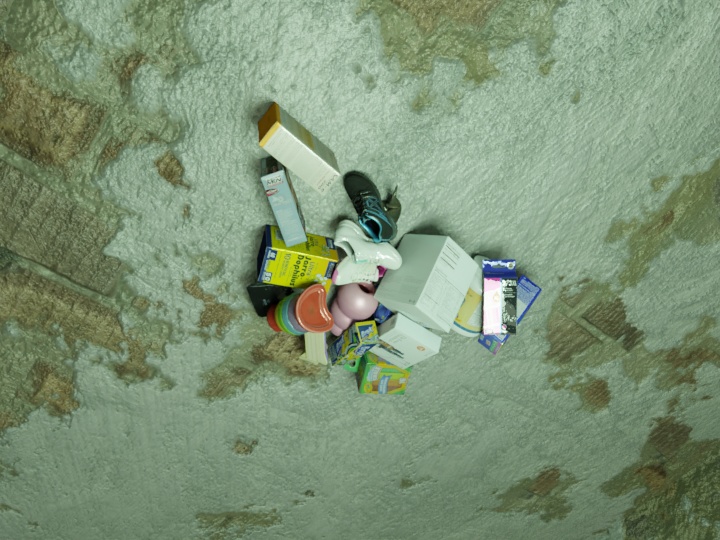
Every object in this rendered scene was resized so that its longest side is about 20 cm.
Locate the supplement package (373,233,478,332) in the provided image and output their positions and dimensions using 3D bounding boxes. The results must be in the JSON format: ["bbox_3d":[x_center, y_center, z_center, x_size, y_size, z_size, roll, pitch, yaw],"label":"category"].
[{"bbox_3d":[0.176,0.030,1.549,0.146,0.189,0.204,36,75,-31],"label":"supplement package"}]

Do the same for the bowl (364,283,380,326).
[{"bbox_3d":[0.093,0.125,1.738,0.194,0.040,0.206,-6,125,-8],"label":"bowl"}]

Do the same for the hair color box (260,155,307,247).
[{"bbox_3d":[-0.190,-0.174,1.434,0.059,0.100,0.204,-16,126,1],"label":"hair color box"}]

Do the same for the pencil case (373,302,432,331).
[{"bbox_3d":[0.125,0.153,1.687,0.198,0.087,0.079,35,92,-30],"label":"pencil case"}]

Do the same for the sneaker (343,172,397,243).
[{"bbox_3d":[0.018,-0.159,1.449,0.073,0.081,0.202,-40,82,35],"label":"sneaker"}]

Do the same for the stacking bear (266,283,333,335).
[{"bbox_3d":[-0.179,0.118,1.538,0.112,0.197,0.125,-16,91,-41],"label":"stacking bear"}]

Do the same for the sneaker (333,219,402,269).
[{"bbox_3d":[0.015,-0.044,1.508,0.196,0.090,0.076,30,139,-7],"label":"sneaker"}]

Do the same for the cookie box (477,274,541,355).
[{"bbox_3d":[0.436,0.135,1.698,0.201,0.075,0.172,-51,164,-10],"label":"cookie box"}]

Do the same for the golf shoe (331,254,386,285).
[{"bbox_3d":[0.000,0.000,1.540,0.090,0.198,0.077,33,123,21],"label":"golf shoe"}]

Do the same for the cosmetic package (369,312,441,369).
[{"bbox_3d":[0.115,0.205,1.635,0.148,0.053,0.200,28,148,-14],"label":"cosmetic package"}]

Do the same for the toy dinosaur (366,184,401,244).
[{"bbox_3d":[0.067,-0.145,1.538,0.100,0.077,0.205,5,119,-29],"label":"toy dinosaur"}]

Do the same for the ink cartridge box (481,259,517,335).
[{"bbox_3d":[0.381,0.073,1.578,0.091,0.037,0.208,0,94,4],"label":"ink cartridge box"}]

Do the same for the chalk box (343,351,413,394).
[{"bbox_3d":[0.047,0.295,1.792,0.193,0.125,0.127,4,124,-15],"label":"chalk box"}]

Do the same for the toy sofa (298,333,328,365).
[{"bbox_3d":[-0.127,0.171,1.675,0.095,0.083,0.205,12,126,18],"label":"toy sofa"}]

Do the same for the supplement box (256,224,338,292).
[{"bbox_3d":[-0.169,-0.029,1.532,0.194,0.111,0.111,10,122,-19],"label":"supplement box"}]

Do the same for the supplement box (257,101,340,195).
[{"bbox_3d":[-0.145,-0.284,1.352,0.198,0.127,0.073,36,111,-29],"label":"supplement box"}]

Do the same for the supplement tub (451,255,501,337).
[{"bbox_3d":[0.336,0.076,1.690,0.141,0.146,0.203,16,120,-21],"label":"supplement tub"}]

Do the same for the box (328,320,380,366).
[{"bbox_3d":[-0.021,0.212,1.662,0.068,0.066,0.200,-4,157,-30],"label":"box"}]

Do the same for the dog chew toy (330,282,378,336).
[{"bbox_3d":[-0.031,0.112,1.657,0.121,0.127,0.202,18,127,-23],"label":"dog chew toy"}]

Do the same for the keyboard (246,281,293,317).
[{"bbox_3d":[-0.240,0.079,1.597,0.123,0.021,0.202,-4,153,-2],"label":"keyboard"}]
